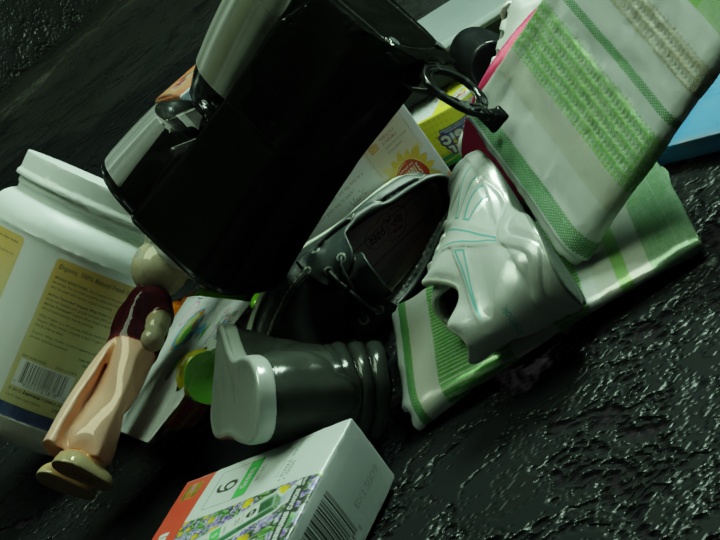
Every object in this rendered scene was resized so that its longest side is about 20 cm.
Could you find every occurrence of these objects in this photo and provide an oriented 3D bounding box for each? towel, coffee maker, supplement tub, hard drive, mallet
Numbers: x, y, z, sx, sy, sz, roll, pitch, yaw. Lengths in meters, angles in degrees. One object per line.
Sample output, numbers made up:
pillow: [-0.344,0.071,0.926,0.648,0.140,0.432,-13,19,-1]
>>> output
towel: [0.152,-0.123,1.142,0.201,0.031,0.150,-55,44,25]
coffee maker: [-0.047,-0.083,1.224,0.201,0.134,0.192,-55,49,19]
supplement tub: [-0.234,0.024,1.475,0.201,0.143,0.144,-66,19,1]
towel: [0.108,0.010,1.178,0.199,0.023,0.153,-32,20,11]
hard drive: [0.078,-0.188,1.560,0.199,0.033,0.140,-30,17,21]
mallet: [0.152,-0.202,1.449,0.199,0.041,0.066,-37,21,-8]

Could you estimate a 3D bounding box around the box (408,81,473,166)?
box: [0.120,-0.148,1.506,0.199,0.048,0.118,-27,20,35]

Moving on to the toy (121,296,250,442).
toy: [-0.122,0.077,1.383,0.116,0.047,0.200,-55,11,-10]

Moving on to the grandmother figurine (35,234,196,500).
grandmother figurine: [-0.158,0.053,1.337,0.121,0.060,0.201,-22,42,54]

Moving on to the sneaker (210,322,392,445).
sneaker: [-0.036,0.072,1.200,0.098,0.071,0.200,1,3,-14]

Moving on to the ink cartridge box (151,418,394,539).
ink cartridge box: [-0.083,0.162,1.111,0.199,0.051,0.109,-23,22,35]

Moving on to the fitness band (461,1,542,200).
fitness band: [0.142,-0.132,1.299,0.037,0.144,0.200,37,67,25]

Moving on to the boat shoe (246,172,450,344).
boat shoe: [0.002,0.002,1.310,0.199,0.075,0.066,-41,10,-30]

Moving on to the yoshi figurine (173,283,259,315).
yoshi figurine: [-0.089,-0.017,1.491,0.199,0.113,0.112,-24,32,28]

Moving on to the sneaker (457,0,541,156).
sneaker: [0.129,-0.157,1.381,0.200,0.087,0.075,-52,-20,-10]

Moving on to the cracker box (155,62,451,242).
cracker box: [-0.032,-0.084,1.379,0.134,0.201,0.058,-42,19,-19]

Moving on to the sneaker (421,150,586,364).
sneaker: [0.069,-0.011,1.155,0.080,0.071,0.200,-36,20,7]

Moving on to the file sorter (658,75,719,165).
file sorter: [0.252,-0.184,1.223,0.138,0.123,0.200,-12,30,52]
